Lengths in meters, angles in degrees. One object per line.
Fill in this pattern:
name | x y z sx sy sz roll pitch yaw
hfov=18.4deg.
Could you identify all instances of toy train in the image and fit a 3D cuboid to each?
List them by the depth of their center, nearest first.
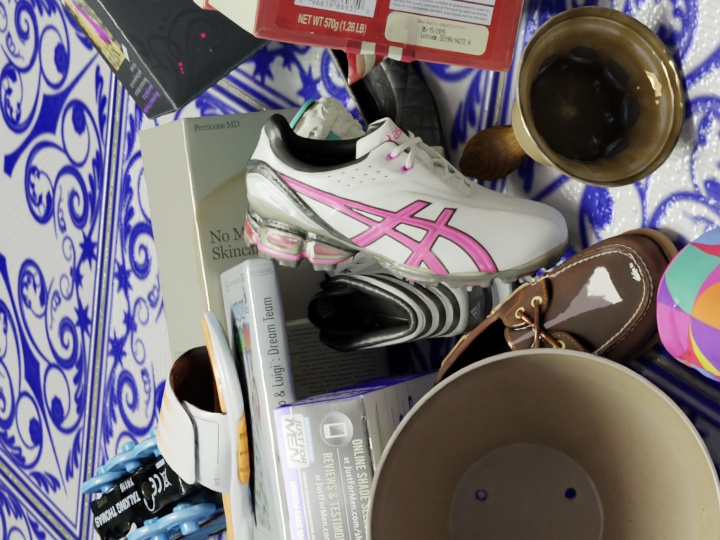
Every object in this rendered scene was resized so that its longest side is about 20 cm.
toy train | -0.134 0.165 1.704 0.200 0.114 0.087 -37 69 54

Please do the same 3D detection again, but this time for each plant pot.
plant pot | 0.102 0.147 1.296 0.134 0.200 0.200 103 157 -86

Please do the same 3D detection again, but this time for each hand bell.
hand bell | 0.101 -0.082 1.333 0.200 0.104 0.104 156 104 -68

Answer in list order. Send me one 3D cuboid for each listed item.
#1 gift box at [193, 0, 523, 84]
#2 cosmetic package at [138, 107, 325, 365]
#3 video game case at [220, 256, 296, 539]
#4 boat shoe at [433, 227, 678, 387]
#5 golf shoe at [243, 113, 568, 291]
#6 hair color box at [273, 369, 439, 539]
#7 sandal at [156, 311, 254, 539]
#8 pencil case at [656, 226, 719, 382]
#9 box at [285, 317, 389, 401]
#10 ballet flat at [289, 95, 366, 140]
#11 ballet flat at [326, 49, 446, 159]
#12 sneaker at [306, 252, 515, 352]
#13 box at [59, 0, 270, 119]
gift box | -0.007 -0.206 1.321 0.187 0.184 0.200 -133 57 -68
cosmetic package | -0.087 -0.012 1.605 0.073 0.104 0.200 -7 92 57
video game case | -0.063 0.086 1.456 0.200 0.024 0.182 163 99 -81
boat shoe | 0.115 0.040 1.332 0.200 0.070 0.070 -45 65 50
golf shoe | 0.028 -0.043 1.343 0.073 0.200 0.092 -74 -10 -63
hair color box | 0.012 0.125 1.398 0.065 0.200 0.109 -8 89 16
sandal | -0.108 0.127 1.524 0.079 0.059 0.207 -110 15 -57
pencil case | 0.241 0.038 1.130 0.200 0.088 0.088 25 117 50
box | -0.015 0.130 1.529 0.068 0.082 0.200 170 94 -79
ballet flat | -0.017 -0.068 1.477 0.200 0.072 0.072 67 -166 -88
ballet flat | 0.002 -0.128 1.481 0.200 0.057 0.066 63 145 22
sneaker | 0.000 0.000 1.459 0.200 0.115 0.076 22 115 54
box | -0.150 -0.221 1.549 0.200 0.122 0.106 53 166 -10
